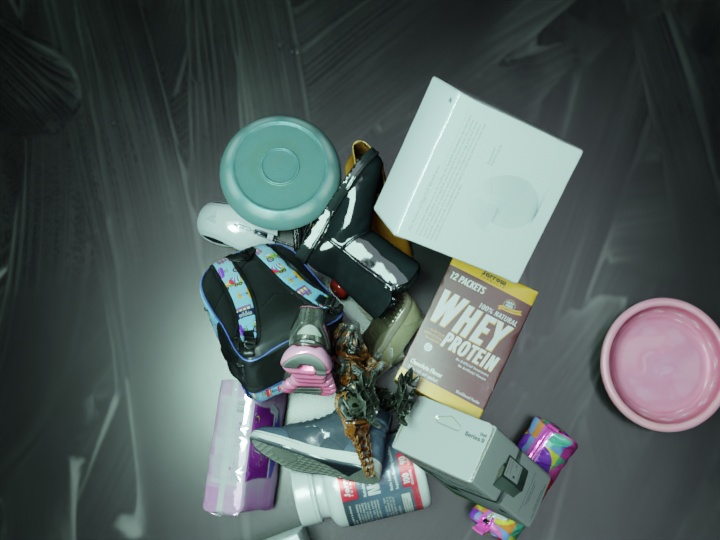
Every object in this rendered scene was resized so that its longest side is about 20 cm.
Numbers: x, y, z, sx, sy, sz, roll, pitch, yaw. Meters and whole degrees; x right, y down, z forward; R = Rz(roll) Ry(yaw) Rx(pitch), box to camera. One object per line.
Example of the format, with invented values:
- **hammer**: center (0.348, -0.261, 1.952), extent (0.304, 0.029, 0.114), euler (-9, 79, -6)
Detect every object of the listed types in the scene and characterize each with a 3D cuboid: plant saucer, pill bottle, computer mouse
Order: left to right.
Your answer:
- **computer mouse**: center (-0.174, -0.060, 1.460), extent (0.196, 0.044, 0.112), euler (15, 84, 4)
- **plant saucer**: center (-0.130, -0.164, 1.461), extent (0.196, 0.027, 0.204), euler (1, 71, -4)
- **pill bottle**: center (0.000, 0.318, 1.363), extent (0.196, 0.120, 0.122), euler (-14, 82, 0)
- **plant saucer**: center (0.468, 0.146, 1.401), extent (0.196, 0.051, 0.205), euler (0, 83, 3)

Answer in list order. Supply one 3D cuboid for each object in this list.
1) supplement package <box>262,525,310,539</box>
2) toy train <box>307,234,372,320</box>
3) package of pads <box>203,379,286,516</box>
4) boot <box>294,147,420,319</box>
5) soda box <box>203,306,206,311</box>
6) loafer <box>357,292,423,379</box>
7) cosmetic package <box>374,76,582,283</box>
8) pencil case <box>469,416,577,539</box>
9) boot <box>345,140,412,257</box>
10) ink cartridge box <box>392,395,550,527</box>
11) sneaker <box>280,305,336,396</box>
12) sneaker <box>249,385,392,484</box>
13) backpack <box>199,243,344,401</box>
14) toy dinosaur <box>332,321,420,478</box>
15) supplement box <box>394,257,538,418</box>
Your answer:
- **supplement package**: center (-0.162, 0.475, 1.350), extent (0.197, 0.117, 0.119), euler (-20, 82, 0)
- **toy train**: center (0.000, 0.000, 1.400), extent (0.084, 0.116, 0.201), euler (-36, 85, -19)
- **package of pads**: center (-0.173, 0.266, 1.374), extent (0.074, 0.120, 0.204), euler (4, 83, 21)
- **boot**: center (0.022, -0.051, 1.308), extent (0.167, 0.076, 0.202), euler (34, 96, -1)
- **soda box**: center (-0.142, 0.059, 1.433), extent (0.197, 0.063, 0.072), euler (16, 83, 4)
- **loafer**: center (0.032, 0.125, 1.401), extent (0.068, 0.076, 0.201), euler (27, 107, -31)
- **cosmetic package**: center (0.153, -0.122, 1.223), extent (0.197, 0.123, 0.202), euler (20, 105, -22)
- **pencil case**: center (0.245, 0.320, 1.368), extent (0.088, 0.088, 0.201), euler (34, 82, 6)
- **boot**: center (0.028, -0.092, 1.403), extent (0.070, 0.144, 0.204), euler (-24, 81, -7)
- **ink cartridge box**: center (0.157, 0.268, 1.268), extent (0.145, 0.200, 0.085), euler (15, 70, 43)
- **sneaker**: center (-0.067, 0.108, 1.206), extent (0.077, 0.201, 0.097), euler (3, 66, -5)
- **sneaker**: center (-0.051, 0.219, 1.323), extent (0.199, 0.077, 0.148), euler (10, 57, 10)
- **backpack**: center (-0.138, 0.063, 1.327), extent (0.180, 0.136, 0.200), euler (-25, 51, -21)
- **toy dinosaur**: center (0.008, 0.172, 1.243), extent (0.101, 0.135, 0.203), euler (-27, 98, -34)
- **supplement box**: center (0.152, 0.105, 1.346), extent (0.131, 0.197, 0.202), euler (26, 83, 7)
